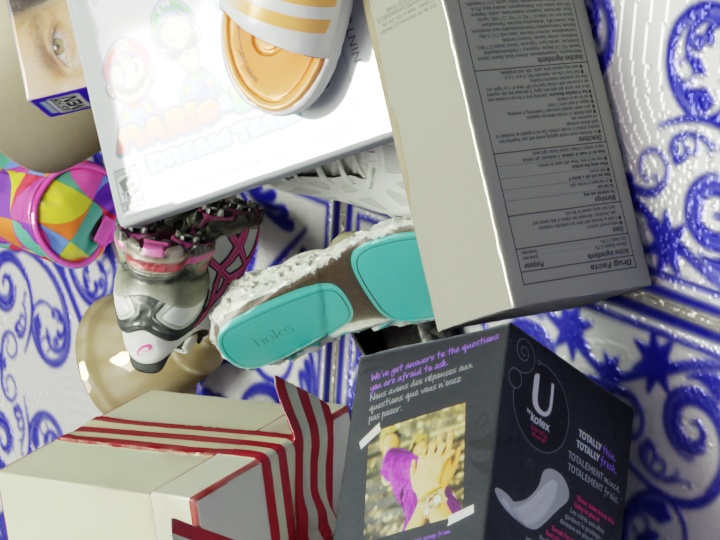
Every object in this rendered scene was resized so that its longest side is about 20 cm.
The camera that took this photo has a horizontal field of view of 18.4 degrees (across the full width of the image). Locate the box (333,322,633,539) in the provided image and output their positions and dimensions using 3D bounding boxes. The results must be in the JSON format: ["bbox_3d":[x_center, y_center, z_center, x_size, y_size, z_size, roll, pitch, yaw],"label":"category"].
[{"bbox_3d":[0.061,0.147,1.164,0.106,0.122,0.200,-14,55,38],"label":"box"}]

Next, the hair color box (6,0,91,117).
[{"bbox_3d":[-0.113,-0.171,1.357,0.065,0.200,0.109,41,-144,-83],"label":"hair color box"}]

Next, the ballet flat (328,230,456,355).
[{"bbox_3d":[0.026,0.054,1.327,0.200,0.057,0.066,61,137,30],"label":"ballet flat"}]

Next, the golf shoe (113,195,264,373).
[{"bbox_3d":[-0.113,0.002,1.397,0.073,0.200,0.092,11,105,10],"label":"golf shoe"}]

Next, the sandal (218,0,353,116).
[{"bbox_3d":[-0.040,-0.187,1.200,0.079,0.059,0.207,21,101,27],"label":"sandal"}]

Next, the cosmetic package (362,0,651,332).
[{"bbox_3d":[0.077,-0.075,1.195,0.073,0.104,0.200,-19,80,53],"label":"cosmetic package"}]

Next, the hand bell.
[{"bbox_3d":[-0.088,0.033,1.470,0.200,0.104,0.104,-25,76,41],"label":"hand bell"}]

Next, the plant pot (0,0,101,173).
[{"bbox_3d":[-0.182,-0.179,1.476,0.134,0.200,0.200,-19,81,22],"label":"plant pot"}]

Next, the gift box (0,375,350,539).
[{"bbox_3d":[-0.102,0.168,1.378,0.187,0.185,0.200,5,115,34],"label":"gift box"}]

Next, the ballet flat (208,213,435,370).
[{"bbox_3d":[0.000,0.000,1.309,0.200,0.072,0.072,-17,82,20],"label":"ballet flat"}]

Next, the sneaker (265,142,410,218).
[{"bbox_3d":[-0.029,-0.063,1.328,0.200,0.115,0.076,8,103,52],"label":"sneaker"}]

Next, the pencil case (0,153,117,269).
[{"bbox_3d":[-0.256,-0.053,1.669,0.200,0.088,0.088,14,108,53],"label":"pencil case"}]

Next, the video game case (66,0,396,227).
[{"bbox_3d":[-0.075,-0.137,1.268,0.200,0.024,0.182,-17,83,29],"label":"video game case"}]
